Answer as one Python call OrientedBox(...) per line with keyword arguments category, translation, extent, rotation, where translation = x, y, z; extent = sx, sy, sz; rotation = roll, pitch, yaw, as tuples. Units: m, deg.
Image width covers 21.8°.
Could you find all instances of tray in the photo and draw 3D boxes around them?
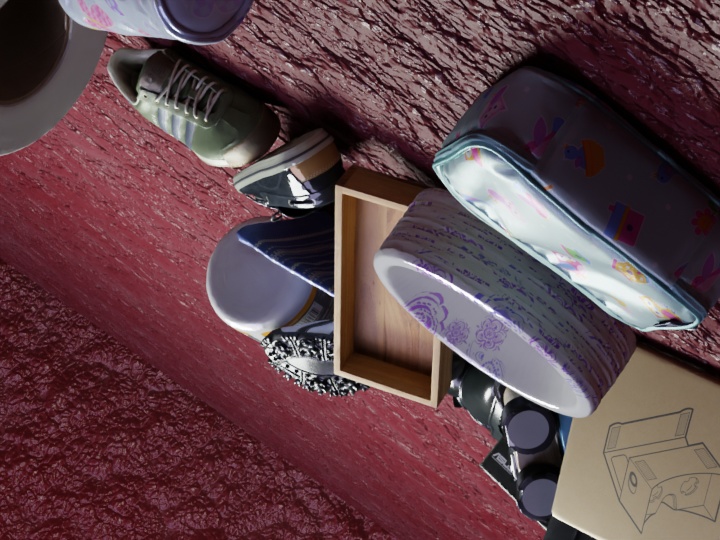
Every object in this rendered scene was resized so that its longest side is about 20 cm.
OrientedBox(category="tray", translation=(0.029, 0.015, 1.541), extent=(0.098, 0.037, 0.201), rotation=(17, 132, 19))

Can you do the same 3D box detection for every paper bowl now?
OrientedBox(category="paper bowl", translation=(0.116, 0.011, 1.386), extent=(0.200, 0.105, 0.201), rotation=(34, 167, 9))

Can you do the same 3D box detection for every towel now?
OrientedBox(category="towel", translation=(0.000, 0.000, 1.693), extent=(0.199, 0.024, 0.144), rotation=(29, -160, 26))

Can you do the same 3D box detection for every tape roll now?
OrientedBox(category="tape roll", translation=(-0.324, -0.214, 1.550), extent=(0.139, 0.203, 0.203), rotation=(30, 166, 26))

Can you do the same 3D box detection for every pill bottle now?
OrientedBox(category="pill bottle", translation=(-0.063, 0.026, 1.861), extent=(0.116, 0.117, 0.200), rotation=(30, 178, 27))

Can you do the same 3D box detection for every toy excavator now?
OrientedBox(category="toy excavator", translation=(0.231, 0.167, 1.654), extent=(0.100, 0.198, 0.196), rotation=(-89, -13, -73))

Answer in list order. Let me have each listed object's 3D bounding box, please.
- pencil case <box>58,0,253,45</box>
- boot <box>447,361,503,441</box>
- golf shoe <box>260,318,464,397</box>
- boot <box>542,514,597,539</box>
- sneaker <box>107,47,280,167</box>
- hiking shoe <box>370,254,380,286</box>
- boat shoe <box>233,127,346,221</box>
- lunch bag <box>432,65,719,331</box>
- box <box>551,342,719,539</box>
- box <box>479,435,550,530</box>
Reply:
OrientedBox(category="pencil case", translation=(-0.155, -0.213, 1.364), extent=(0.091, 0.083, 0.200), rotation=(42, 167, -29))
OrientedBox(category="boot", translation=(0.096, 0.086, 1.805), extent=(0.162, 0.073, 0.198), rotation=(40, 167, 15))
OrientedBox(category="golf shoe", translation=(0.007, 0.063, 1.756), extent=(0.198, 0.095, 0.078), rotation=(1, 133, 17))
OrientedBox(category="boot", translation=(0.227, 0.201, 1.539), extent=(0.065, 0.202, 0.165), rotation=(16, -174, -34))
OrientedBox(category="sneaker", translation=(-0.155, -0.149, 1.625), extent=(0.090, 0.067, 0.200), rotation=(39, 172, -36))
OrientedBox(category="hiking shoe", translation=(0.092, 0.017, 1.587), extent=(0.199, 0.075, 0.087), rotation=(35, 154, -17))
OrientedBox(category="boat shoe", translation=(-0.058, -0.076, 1.588), extent=(0.063, 0.074, 0.200), rotation=(58, 164, -8))
OrientedBox(category="lunch bag", translation=(0.146, -0.037, 1.194), extent=(0.200, 0.077, 0.160), rotation=(38, 167, -8))
OrientedBox(category="box", translation=(0.244, 0.155, 1.469), extent=(0.021, 0.165, 0.199), rotation=(0, -162, -44))
OrientedBox(category="box", translation=(0.229, 0.240, 1.814), extent=(0.200, 0.048, 0.193), rotation=(43, -165, 24))
